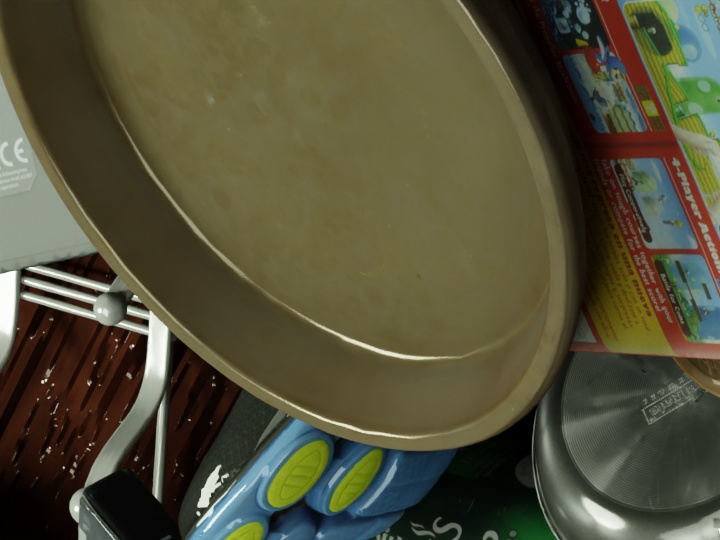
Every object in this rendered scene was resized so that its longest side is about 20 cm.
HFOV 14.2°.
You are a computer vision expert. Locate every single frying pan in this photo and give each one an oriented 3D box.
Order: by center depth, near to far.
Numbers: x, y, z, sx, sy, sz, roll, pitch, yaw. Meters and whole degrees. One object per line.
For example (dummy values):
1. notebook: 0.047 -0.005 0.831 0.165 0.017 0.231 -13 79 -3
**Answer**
1. frying pan: 0.095 0.072 0.812 0.115 0.190 0.031 -13 148 28

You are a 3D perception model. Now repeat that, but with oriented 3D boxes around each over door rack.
1. over door rack: -0.133 0.078 1.033 0.148 0.067 0.200 15 122 30

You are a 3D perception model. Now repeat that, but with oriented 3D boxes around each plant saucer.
1. plant saucer: -0.019 -0.041 0.754 0.200 0.029 0.200 29 141 26

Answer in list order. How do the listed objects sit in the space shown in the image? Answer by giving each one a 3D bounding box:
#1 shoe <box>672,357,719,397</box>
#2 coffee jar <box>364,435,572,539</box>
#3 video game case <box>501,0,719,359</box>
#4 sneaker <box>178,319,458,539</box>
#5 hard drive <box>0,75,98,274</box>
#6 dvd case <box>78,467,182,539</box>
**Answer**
1. shoe: 0.084 -0.063 0.726 0.070 0.053 0.200 19 135 50
2. coffee jar: 0.056 0.102 0.896 0.200 0.085 0.104 10 108 31
3. video game case: 0.052 -0.042 0.718 0.200 0.017 0.143 2 122 53
4. sneaker: 0.000 0.000 0.861 0.083 0.071 0.200 25 92 39
5. hard drive: -0.139 -0.097 0.937 0.139 0.033 0.200 -11 95 38
6. dvd case: -0.044 0.179 0.953 0.150 0.025 0.200 45 149 31
